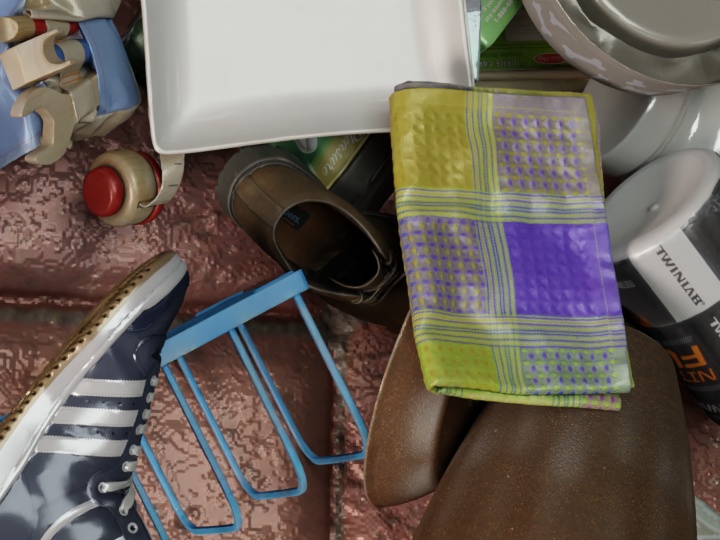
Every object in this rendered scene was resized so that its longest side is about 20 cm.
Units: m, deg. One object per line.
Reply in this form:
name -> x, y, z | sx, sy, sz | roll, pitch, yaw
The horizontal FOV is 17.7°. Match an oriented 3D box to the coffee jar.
coffee jar -> -0.054, -0.116, 1.480 | 0.200, 0.085, 0.105 | 38, 79, -8

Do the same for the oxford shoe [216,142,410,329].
oxford shoe -> 0.000, 0.000, 1.425 | 0.199, 0.084, 0.073 | 27, 103, -37

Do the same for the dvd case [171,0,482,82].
dvd case -> -0.022, -0.192, 1.424 | 0.199, 0.022, 0.147 | 3, 92, -5

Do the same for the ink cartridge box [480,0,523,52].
ink cartridge box -> 0.036, -0.250, 1.494 | 0.200, 0.084, 0.146 | 39, 74, -7

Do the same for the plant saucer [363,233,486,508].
plant saucer -> 0.062, 0.059, 1.430 | 0.036, 0.201, 0.201 | 20, 72, 16

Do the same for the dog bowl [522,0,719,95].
dog bowl -> 0.183, -0.201, 1.449 | 0.199, 0.059, 0.201 | 6, 73, -21

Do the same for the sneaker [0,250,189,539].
sneaker -> -0.135, 0.093, 1.276 | 0.108, 0.070, 0.200 | 40, 80, -9

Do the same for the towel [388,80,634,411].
towel -> 0.089, -0.019, 1.366 | 0.143, 0.023, 0.201 | 6, 67, -23

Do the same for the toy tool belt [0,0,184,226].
toy tool belt -> -0.202, -0.114, 1.403 | 0.123, 0.125, 0.201 | -14, 81, -48

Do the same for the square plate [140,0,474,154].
square plate -> -0.036, -0.178, 1.398 | 0.199, 0.028, 0.200 | -6, 94, -7

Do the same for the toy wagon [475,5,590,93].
toy wagon -> 0.101, -0.142, 1.563 | 0.154, 0.040, 0.201 | -2, 81, -18

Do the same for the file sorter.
file sorter -> -0.113, 0.104, 1.393 | 0.199, 0.139, 0.123 | -28, 92, -21

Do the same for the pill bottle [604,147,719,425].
pill bottle -> 0.236, 0.028, 1.463 | 0.106, 0.106, 0.200 | -48, 112, -20

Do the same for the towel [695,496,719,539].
towel -> 0.126, 0.194, 1.505 | 0.171, 0.048, 0.200 | 40, 71, -10

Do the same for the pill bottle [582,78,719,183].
pill bottle -> 0.246, -0.071, 1.540 | 0.199, 0.116, 0.117 | 28, 72, -24

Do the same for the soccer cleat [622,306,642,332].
soccer cleat -> 0.227, 0.026, 1.570 | 0.200, 0.065, 0.084 | 41, 47, -5

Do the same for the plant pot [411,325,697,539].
plant pot -> 0.129, 0.137, 1.409 | 0.186, 0.187, 0.201 | 24, 59, -13
